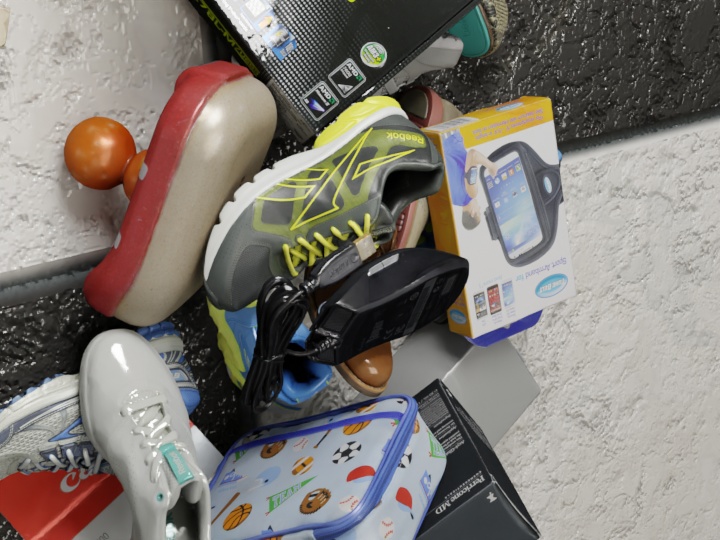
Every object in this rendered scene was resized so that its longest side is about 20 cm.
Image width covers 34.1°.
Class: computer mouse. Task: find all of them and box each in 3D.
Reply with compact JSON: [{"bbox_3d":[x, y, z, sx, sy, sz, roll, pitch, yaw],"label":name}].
[{"bbox_3d":[-0.002,0.009,0.806,0.199,0.046,0.141,-26,151,-28],"label":"computer mouse"}]

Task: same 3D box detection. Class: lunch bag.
[{"bbox_3d":[-0.040,0.168,0.874,0.076,0.198,0.161,57,38,-23],"label":"lunch bag"}]

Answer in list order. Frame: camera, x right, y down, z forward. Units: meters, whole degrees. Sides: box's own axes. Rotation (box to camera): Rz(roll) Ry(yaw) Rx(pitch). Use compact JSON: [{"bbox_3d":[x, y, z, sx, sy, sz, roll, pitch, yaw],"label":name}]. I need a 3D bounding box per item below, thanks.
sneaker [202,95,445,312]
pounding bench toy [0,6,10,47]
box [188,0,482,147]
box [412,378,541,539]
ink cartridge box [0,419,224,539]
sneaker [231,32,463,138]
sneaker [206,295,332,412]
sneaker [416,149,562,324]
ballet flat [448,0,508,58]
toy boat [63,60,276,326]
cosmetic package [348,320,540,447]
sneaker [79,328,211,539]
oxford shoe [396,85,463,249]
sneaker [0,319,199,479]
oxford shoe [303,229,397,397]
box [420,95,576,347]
[{"bbox_3d":[-0.024,-0.040,0.813,0.200,0.084,0.075,-44,149,-13],"label":"sneaker"},{"bbox_3d":[-0.256,-0.248,0.694,0.200,0.124,0.157,41,78,-37],"label":"pounding bench toy"},{"bbox_3d":[-0.029,-0.228,0.870,0.193,0.047,0.201,-41,98,-18],"label":"box"},{"bbox_3d":[0.022,0.202,0.917,0.199,0.141,0.079,-38,118,6],"label":"box"},{"bbox_3d":[-0.174,0.191,0.927,0.160,0.047,0.201,-42,125,-20],"label":"ink cartridge box"},{"bbox_3d":[-0.009,-0.155,0.945,0.198,0.075,0.083,-14,117,-21],"label":"sneaker"},{"bbox_3d":[-0.062,0.079,0.912,0.075,0.105,0.201,-32,144,-6],"label":"sneaker"},{"bbox_3d":[0.110,-0.037,1.065,0.200,0.071,0.083,-50,132,-9],"label":"sneaker"},{"bbox_3d":[0.075,-0.273,0.979,0.201,0.067,0.076,59,46,-38],"label":"ballet flat"},{"bbox_3d":[-0.152,-0.064,0.835,0.202,0.130,0.131,-66,173,19],"label":"toy boat"},{"bbox_3d":[0.060,0.136,1.062,0.200,0.090,0.107,-46,123,-20],"label":"cosmetic package"},{"bbox_3d":[-0.134,0.130,0.796,0.074,0.088,0.202,-13,80,-28],"label":"sneaker"},{"bbox_3d":[0.047,-0.051,1.009,0.074,0.070,0.202,18,92,-41],"label":"oxford shoe"},{"bbox_3d":[-0.201,0.115,0.847,0.199,0.077,0.086,-31,86,-23],"label":"sneaker"},{"bbox_3d":[0.000,0.000,0.912,0.071,0.071,0.202,22,47,-41],"label":"oxford shoe"},{"bbox_3d":[0.120,-0.035,0.996,0.118,0.041,0.203,-20,107,-27],"label":"box"}]
